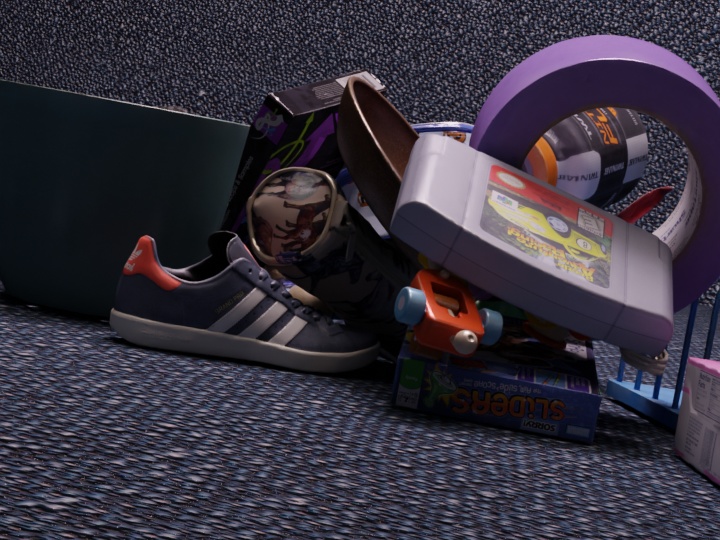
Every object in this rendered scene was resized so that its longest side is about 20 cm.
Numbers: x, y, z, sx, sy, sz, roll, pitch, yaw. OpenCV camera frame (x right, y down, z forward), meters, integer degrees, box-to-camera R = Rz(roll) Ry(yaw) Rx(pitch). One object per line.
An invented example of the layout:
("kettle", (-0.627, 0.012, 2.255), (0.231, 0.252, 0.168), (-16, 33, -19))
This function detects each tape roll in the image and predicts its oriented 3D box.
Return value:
("tape roll", (0.176, -0.064, 1.405), (0.199, 0.201, 0.085), (10, 18, -2))

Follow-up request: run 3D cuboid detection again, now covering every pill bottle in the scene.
("pill bottle", (0.155, -0.090, 1.588), (0.106, 0.107, 0.200), (12, 15, 24))

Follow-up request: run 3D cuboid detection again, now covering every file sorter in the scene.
("file sorter", (0.290, 0.062, 1.475), (0.138, 0.123, 0.200), (10, 3, -10))

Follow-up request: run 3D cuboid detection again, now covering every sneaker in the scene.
("sneaker", (-0.073, 0.019, 1.369), (0.199, 0.085, 0.075), (9, 4, -25))

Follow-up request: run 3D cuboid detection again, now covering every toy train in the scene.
("toy train", (0.098, 0.034, 1.294), (0.199, 0.056, 0.150), (14, 31, -25))

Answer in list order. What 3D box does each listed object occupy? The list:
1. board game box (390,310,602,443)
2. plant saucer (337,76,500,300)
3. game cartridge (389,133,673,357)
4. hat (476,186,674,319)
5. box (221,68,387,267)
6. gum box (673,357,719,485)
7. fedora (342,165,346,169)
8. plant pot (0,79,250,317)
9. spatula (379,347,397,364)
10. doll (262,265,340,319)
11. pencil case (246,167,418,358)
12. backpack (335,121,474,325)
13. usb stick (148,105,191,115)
("board game box", (0.095, 0.066, 1.345), (0.135, 0.035, 0.200), (10, 11, 4))
("plant saucer", (0.040, -0.052, 1.441), (0.201, 0.037, 0.201), (50, 14, -17))
("game cartridge", (0.118, -0.017, 1.302), (0.199, 0.041, 0.133), (25, 32, -5))
("hat", (0.118, -0.008, 1.597), (0.165, 0.177, 0.200), (16, 6, 39))
("box", (-0.069, -0.078, 1.688), (0.036, 0.200, 0.143), (43, 34, 17))
("gum box", (0.269, 0.102, 1.199), (0.113, 0.067, 0.200), (9, 3, -4))
("fedora", (-0.037, -0.022, 1.874), (0.199, 0.178, 0.090), (-8, 35, 9))
("plant pot", (-0.195, -0.050, 1.491), (0.199, 0.162, 0.201), (10, 3, -1))
("spatula", (0.002, 0.060, 1.462), (0.199, 0.021, 0.057), (11, 7, 6))
("doll", (-0.068, 0.026, 1.585), (0.136, 0.049, 0.200), (-1, 5, -19))
("pencil case", (0.000, 0.000, 1.461), (0.089, 0.078, 0.200), (21, -12, 42))
("backpack", (0.060, -0.047, 1.692), (0.199, 0.155, 0.191), (-11, -8, 3))
("usb stick", (-0.161, -0.057, 1.699), (0.055, 0.201, 0.033), (5, 42, 8))
